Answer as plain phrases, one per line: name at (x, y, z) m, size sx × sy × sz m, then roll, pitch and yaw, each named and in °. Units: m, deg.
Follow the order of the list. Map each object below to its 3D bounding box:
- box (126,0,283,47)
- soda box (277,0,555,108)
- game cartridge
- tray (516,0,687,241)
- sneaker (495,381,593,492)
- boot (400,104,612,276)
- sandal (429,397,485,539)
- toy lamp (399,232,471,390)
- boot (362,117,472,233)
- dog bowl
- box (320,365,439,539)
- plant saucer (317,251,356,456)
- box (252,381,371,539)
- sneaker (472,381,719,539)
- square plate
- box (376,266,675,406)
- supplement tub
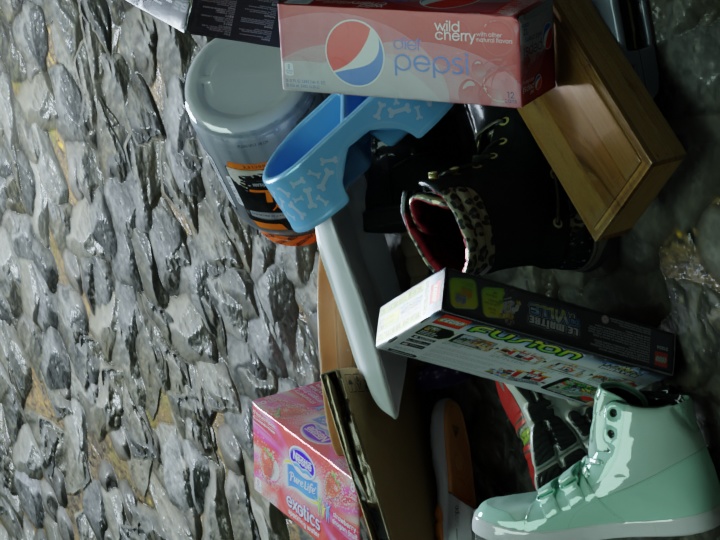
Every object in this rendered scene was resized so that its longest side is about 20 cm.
box at (-0.084, -0.219, 1.615) m, size 0.161 × 0.199 × 0.049 m, roll 31°, pitch 113°, yaw 54°
soda box at (0.040, -0.163, 1.445) m, size 0.199 × 0.063 × 0.071 m, roll 7°, pitch 111°, yaw 29°
game cartridge at (0.155, -0.219, 1.476) m, size 0.133 × 0.040 × 0.202 m, roll -1°, pitch 102°, yaw 57°
tray at (0.154, -0.132, 1.448) m, size 0.201 × 0.037 × 0.099 m, roll 61°, pitch 148°, yaw 22°
sneaker at (0.157, 0.125, 1.614) m, size 0.085 × 0.076 × 0.201 m, roll 126°, pitch 127°, yaw -78°
boot at (0.093, -0.083, 1.517) m, size 0.074 × 0.153 × 0.205 m, roll -46°, pitch 62°, yaw 45°
sandal at (0.102, 0.208, 1.726) m, size 0.059 × 0.079 × 0.208 m, roll -13°, pitch 75°, yaw 24°
toy lamp at (0.051, 0.001, 1.736) m, size 0.058 × 0.058 × 0.202 m, roll -1°, pitch 102°, yaw 60°
boot at (0.062, -0.140, 1.649) m, size 0.164 × 0.065 × 0.202 m, roll -6°, pitch 82°, yaw 36°
dog bowl at (0.002, -0.115, 1.564) m, size 0.050 × 0.200 × 0.112 m, roll 43°, pitch -162°, yaw -18°
box at (0.035, 0.163, 1.724) m, size 0.021 × 0.200 × 0.165 m, roll -21°, pitch 81°, yaw 19°
plant saucer at (-0.011, 0.066, 1.803) m, size 0.200 × 0.032 × 0.202 m, roll -4°, pitch -90°, yaw -84°
box at (-0.016, 0.192, 1.897) m, size 0.200 × 0.094 × 0.103 m, roll 32°, pitch 128°, yaw 51°
sneaker at (0.172, 0.144, 1.511) m, size 0.199 × 0.074 × 0.119 m, roll -9°, pitch 97°, yaw 24°
square plate at (0.000, 0.000, 1.701) m, size 0.200 × 0.028 × 0.199 m, roll -80°, pitch -27°, yaw -67°
box at (0.124, 0.053, 1.494) m, size 0.110 × 0.199 × 0.035 m, roll -33°, pitch 45°, yaw 58°
supplement tub at (-0.076, -0.115, 1.780) m, size 0.123 × 0.122 × 0.200 m, roll 53°, pitch 173°, yaw 34°
